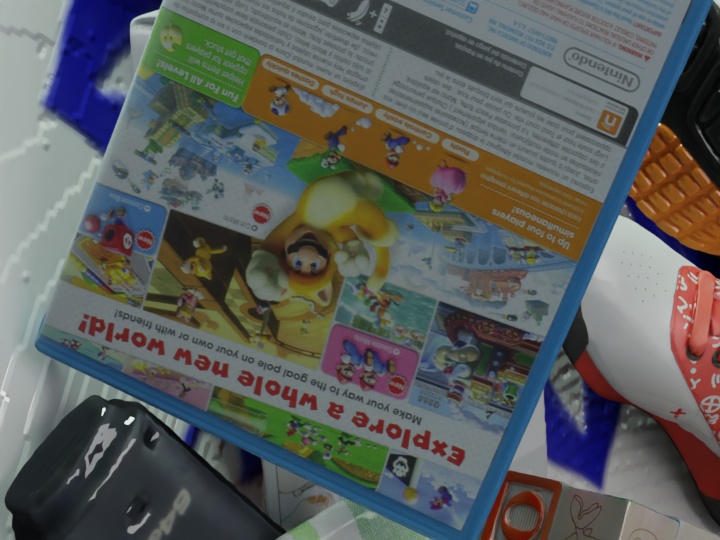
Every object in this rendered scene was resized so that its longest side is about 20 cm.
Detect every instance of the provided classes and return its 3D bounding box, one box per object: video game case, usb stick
[{"bbox_3d":[0.006,-0.040,0.621,0.018,0.142,0.202,-39,153,-76],"label":"video game case"},{"bbox_3d":[-0.027,0.113,0.680,0.056,0.033,0.200,-50,121,-8],"label":"usb stick"}]

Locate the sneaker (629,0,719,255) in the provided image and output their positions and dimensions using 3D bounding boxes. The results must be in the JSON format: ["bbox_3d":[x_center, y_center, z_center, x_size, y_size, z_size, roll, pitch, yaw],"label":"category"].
[{"bbox_3d":[0.121,-0.104,0.846,0.092,0.075,0.201,-26,90,-56],"label":"sneaker"}]

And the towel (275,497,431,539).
[{"bbox_3d":[-0.029,0.168,0.643,0.199,0.023,0.154,-29,105,-30],"label":"towel"}]

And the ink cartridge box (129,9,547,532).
[{"bbox_3d":[0.000,0.000,0.744,0.162,0.057,0.202,-22,119,-47],"label":"ink cartridge box"}]

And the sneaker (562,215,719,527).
[{"bbox_3d":[0.155,0.035,0.827,0.202,0.107,0.068,48,47,-40],"label":"sneaker"}]

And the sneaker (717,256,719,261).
[{"bbox_3d":[0.209,-0.014,0.936,0.121,0.083,0.201,-39,110,-34],"label":"sneaker"}]

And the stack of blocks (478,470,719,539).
[{"bbox_3d":[0.123,0.129,0.777,0.199,0.115,0.059,27,77,-42],"label":"stack of blocks"}]
